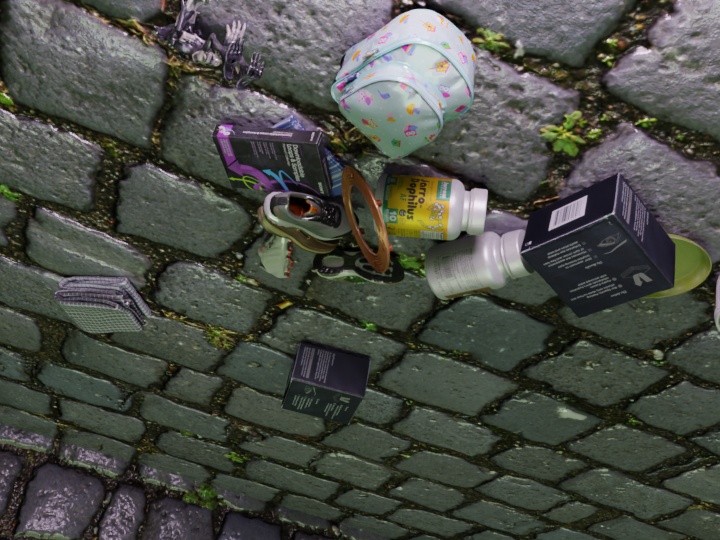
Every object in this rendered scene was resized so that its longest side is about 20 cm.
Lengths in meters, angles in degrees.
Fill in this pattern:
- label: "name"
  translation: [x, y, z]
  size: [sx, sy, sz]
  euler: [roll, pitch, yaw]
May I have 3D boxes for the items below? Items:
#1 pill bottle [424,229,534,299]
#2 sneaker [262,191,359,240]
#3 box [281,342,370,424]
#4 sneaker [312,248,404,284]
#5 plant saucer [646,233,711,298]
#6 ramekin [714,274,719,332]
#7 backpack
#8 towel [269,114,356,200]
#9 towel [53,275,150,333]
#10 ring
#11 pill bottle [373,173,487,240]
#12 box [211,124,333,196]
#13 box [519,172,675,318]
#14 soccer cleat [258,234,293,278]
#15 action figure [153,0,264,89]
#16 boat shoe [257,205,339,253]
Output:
- label: "pill bottle"
  translation: [0.238, -0.015, 1.487]
  size: [0.199, 0.115, 0.114]
  euler: [-14, 139, 32]
- label: "sneaker"
  translation: [-0.083, -0.104, 1.420]
  size: [0.199, 0.075, 0.079]
  euler: [10, 170, -35]
- label: "box"
  translation: [-0.096, 0.309, 2.029]
  size: [0.199, 0.118, 0.197]
  euler: [16, 145, -6]
- label: "sneaker"
  translation: [0.000, 0.000, 1.628]
  size: [0.199, 0.077, 0.089]
  euler: [9, 159, 12]
- label: "plant saucer"
  translation: [0.578, -0.014, 1.469]
  size: [0.199, 0.031, 0.201]
  euler: [7, 144, 5]
- label: "ramekin"
  translation: [0.785, 0.051, 1.440]
  size: [0.199, 0.106, 0.201]
  euler: [8, 145, 5]
- label: "backpack"
  translation: [0.072, -0.279, 1.125]
  size: [0.199, 0.154, 0.176]
  euler: [-29, 125, 35]
- label: "towel"
  translation: [-0.109, -0.201, 1.403]
  size: [0.144, 0.024, 0.200]
  euler: [-18, 135, 39]
- label: "towel"
  translation: [-0.659, 0.095, 1.918]
  size: [0.199, 0.086, 0.166]
  euler: [2, 146, 12]
- label: "ring"
  translation: [0.013, -0.093, 1.350]
  size: [0.019, 0.201, 0.201]
  euler: [-19, 149, -15]
- label: "pill bottle"
  translation: [0.129, -0.114, 1.375]
  size: [0.199, 0.113, 0.113]
  euler: [6, 146, 8]
- label: "box"
  translation: [-0.157, -0.200, 1.369]
  size: [0.199, 0.036, 0.143]
  euler: [5, 146, 12]
- label: "box"
  translation: [0.434, -0.039, 1.366]
  size: [0.196, 0.118, 0.200]
  euler: [-25, 119, 42]
- label: "soccer cleat"
  translation: [-0.181, -0.046, 1.602]
  size: [0.077, 0.070, 0.200]
  euler: [16, 148, 0]
- label: "action figure"
  translation: [-0.228, -0.355, 1.139]
  size: [0.200, 0.102, 0.119]
  euler: [37, -168, 31]
- label: "boat shoe"
  translation: [-0.111, -0.090, 1.498]
  size: [0.067, 0.072, 0.199]
  euler: [-34, 141, 31]
